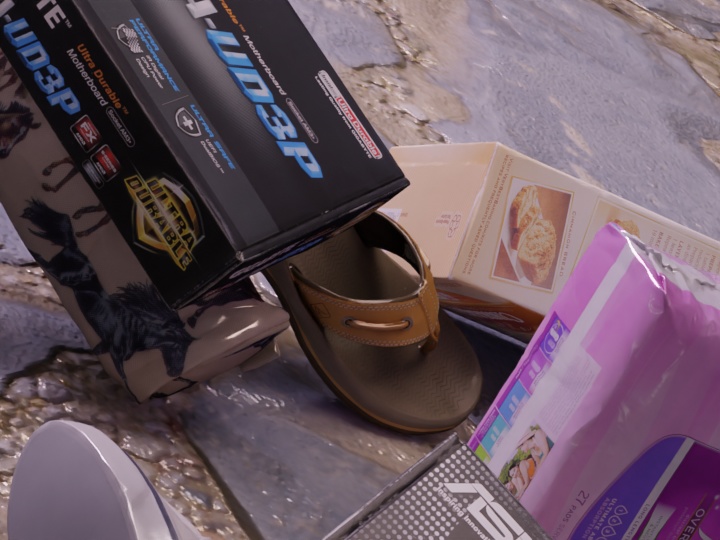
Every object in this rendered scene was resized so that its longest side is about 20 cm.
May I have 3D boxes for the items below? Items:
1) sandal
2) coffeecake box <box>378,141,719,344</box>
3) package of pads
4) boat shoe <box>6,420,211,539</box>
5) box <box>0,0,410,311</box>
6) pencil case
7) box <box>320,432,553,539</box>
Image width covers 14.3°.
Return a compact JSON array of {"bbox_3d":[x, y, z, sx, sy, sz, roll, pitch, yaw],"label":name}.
[{"bbox_3d":[0.000,0.000,1.332,0.200,0.054,0.080,54,46,-25],"label":"sandal"},{"bbox_3d":[0.115,0.006,1.453,0.199,0.073,0.153,23,-6,-18],"label":"coffeecake box"},{"bbox_3d":[0.105,0.088,1.178,0.120,0.201,0.076,20,19,-31],"label":"package of pads"},{"bbox_3d":[-0.061,0.134,1.043,0.066,0.072,0.200,9,32,-47],"label":"boat shoe"},{"bbox_3d":[-0.081,-0.092,1.225,0.201,0.046,0.159,57,29,5],"label":"box"},{"bbox_3d":[-0.111,-0.034,1.248,0.200,0.078,0.089,56,34,3],"label":"pencil case"},{"bbox_3d":[0.035,0.180,0.965,0.200,0.048,0.193,48,49,9],"label":"box"}]
